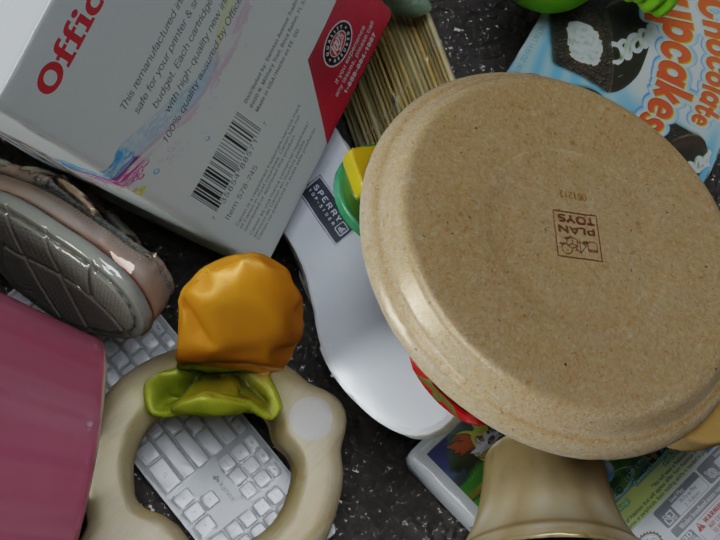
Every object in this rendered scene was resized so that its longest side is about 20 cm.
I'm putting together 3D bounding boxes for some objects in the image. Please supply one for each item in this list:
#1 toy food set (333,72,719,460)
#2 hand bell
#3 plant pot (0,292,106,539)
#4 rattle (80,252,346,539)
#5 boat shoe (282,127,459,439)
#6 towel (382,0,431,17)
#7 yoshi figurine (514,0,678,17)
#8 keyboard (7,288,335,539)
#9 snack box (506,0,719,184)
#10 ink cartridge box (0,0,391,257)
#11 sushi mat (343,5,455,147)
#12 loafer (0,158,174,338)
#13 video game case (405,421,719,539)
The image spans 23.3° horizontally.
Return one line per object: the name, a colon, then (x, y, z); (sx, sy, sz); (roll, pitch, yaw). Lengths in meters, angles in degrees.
toy food set: (0.089, -0.006, 0.789); (0.198, 0.049, 0.199); (-8, 66, -27)
hand bell: (0.086, 0.058, 0.827); (0.103, 0.104, 0.201); (3, 55, -3)
plant pot: (-0.212, 0.074, 0.763); (0.178, 0.200, 0.202); (13, 66, -15)
rattle: (-0.076, 0.113, 0.772); (0.130, 0.143, 0.201); (37, 66, -11)
boat shoe: (0.000, 0.000, 0.864); (0.072, 0.068, 0.201); (-36, 64, 4)
towel: (-0.073, -0.188, 0.834); (0.152, 0.200, 0.024); (26, 84, 44)
yoshi figurine: (0.143, -0.184, 0.908); (0.199, 0.112, 0.113); (-9, 91, -28)
keyboard: (-0.095, 0.070, 0.860); (0.056, 0.011, 0.200); (-36, 74, -17)
snack box: (0.144, -0.102, 0.917); (0.116, 0.037, 0.201); (27, 57, 7)
ink cartridge box: (-0.113, -0.117, 0.798); (0.144, 0.200, 0.146); (24, 84, 36)
sushi mat: (0.019, -0.088, 0.893); (0.012, 0.096, 0.201); (-4, 64, -35)
loafer: (-0.155, -0.027, 0.832); (0.199, 0.072, 0.063); (19, 51, 38)
video game case: (0.154, 0.092, 0.863); (0.200, 0.022, 0.182); (-41, 75, -17)
